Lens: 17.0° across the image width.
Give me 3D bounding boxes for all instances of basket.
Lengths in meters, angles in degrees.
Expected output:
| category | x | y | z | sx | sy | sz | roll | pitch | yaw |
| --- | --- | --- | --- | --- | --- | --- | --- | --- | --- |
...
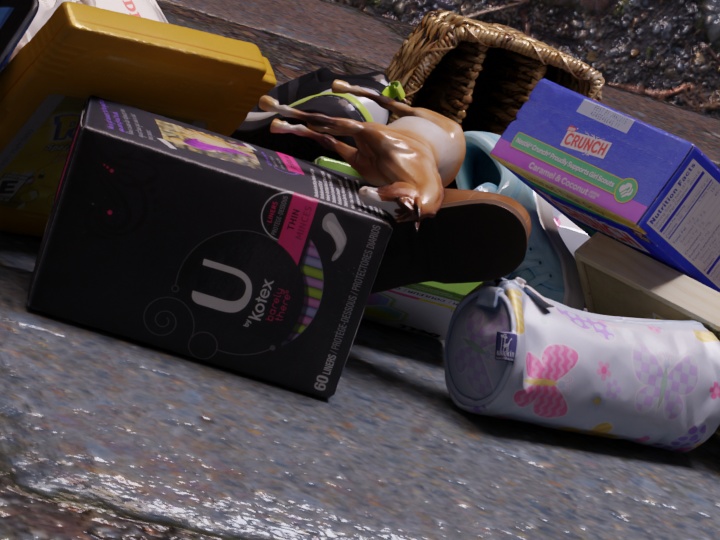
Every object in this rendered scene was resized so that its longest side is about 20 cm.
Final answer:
| category | x | y | z | sx | sy | sz | roll | pitch | yaw |
| --- | --- | --- | --- | --- | --- | --- | --- | --- | --- |
| basket | 0.091 | -0.107 | 2.016 | 0.142 | 0.201 | 0.149 | 14 | 13 | -27 |

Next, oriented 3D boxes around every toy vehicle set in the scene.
| category | x | y | z | sx | sy | sz | roll | pitch | yaw |
| --- | --- | --- | --- | --- | --- | --- | --- | --- | --- |
| toy vehicle set | 0.240 | 0.062 | 1.702 | 0.026 | 0.124 | 0.200 | -37 | 43 | -23 |

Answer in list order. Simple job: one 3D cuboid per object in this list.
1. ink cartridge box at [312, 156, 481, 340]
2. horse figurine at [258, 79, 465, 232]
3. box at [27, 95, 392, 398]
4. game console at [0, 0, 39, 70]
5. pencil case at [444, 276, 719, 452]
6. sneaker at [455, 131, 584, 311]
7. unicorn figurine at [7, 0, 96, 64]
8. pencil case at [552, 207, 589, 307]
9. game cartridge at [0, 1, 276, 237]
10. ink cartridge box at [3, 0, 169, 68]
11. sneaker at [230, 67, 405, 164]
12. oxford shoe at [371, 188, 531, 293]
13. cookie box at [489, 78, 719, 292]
| category | x | y | z | sx | sy | sz | roll | pitch | yaw |
| --- | --- | --- | --- | --- | --- | --- | --- | --- | --- |
| ink cartridge box | 0.000 | 0.000 | 1.729 | 0.147 | 0.076 | 0.200 | 15 | -22 | -16 |
| horse figurine | 0.017 | -0.080 | 1.546 | 0.132 | 0.050 | 0.200 | 23 | 13 | 16 |
| box | -0.094 | -0.016 | 1.497 | 0.199 | 0.123 | 0.106 | 17 | 14 | -8 |
| game console | -0.328 | -0.129 | 1.528 | 0.170 | 0.119 | 0.200 | 4 | 1 | -40 |
| pencil case | 0.151 | 0.064 | 1.597 | 0.200 | 0.091 | 0.083 | 13 | -14 | -31 |
| sneaker | 0.106 | -0.022 | 1.810 | 0.082 | 0.074 | 0.200 | 21 | 39 | -37 |
| unicorn figurine | -0.231 | -0.177 | 1.655 | 0.200 | 0.074 | 0.138 | 22 | 49 | 8 |
| pencil case | 0.182 | -0.006 | 1.940 | 0.199 | 0.091 | 0.083 | 18 | 46 | -5 |
| game cartridge | -0.174 | -0.090 | 1.575 | 0.176 | 0.200 | 0.033 | 8 | 51 | -42 |
| ink cartridge box | -0.247 | -0.161 | 1.729 | 0.200 | 0.084 | 0.146 | -15 | 66 | -36 |
| sneaker | -0.042 | -0.102 | 1.726 | 0.200 | 0.072 | 0.083 | -3 | 32 | 47 |
| oxford shoe | 0.015 | -0.025 | 1.588 | 0.199 | 0.072 | 0.071 | 3 | 17 | 11 |
| cookie box | 0.218 | -0.042 | 1.760 | 0.200 | 0.075 | 0.171 | 37 | -4 | -41 |
